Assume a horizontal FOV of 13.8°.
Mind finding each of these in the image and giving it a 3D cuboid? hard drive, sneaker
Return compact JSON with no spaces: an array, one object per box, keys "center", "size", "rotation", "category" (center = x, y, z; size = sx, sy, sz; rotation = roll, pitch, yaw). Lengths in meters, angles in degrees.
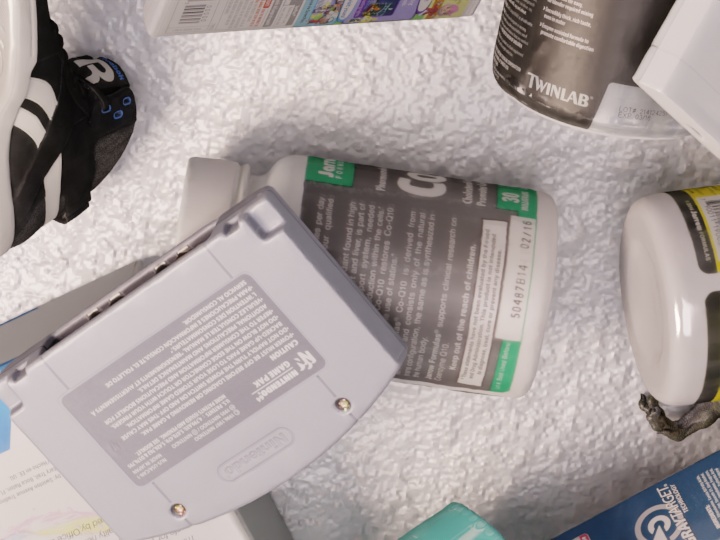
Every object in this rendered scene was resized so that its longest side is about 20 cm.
[{"center":[0.219,-0.155,1.499],"size":[0.201,0.027,0.132],"rotation":[-60,144,-2],"category":"hard drive"},{"center":[-0.167,-0.107,1.554],"size":[0.073,0.112,0.201],"rotation":[37,138,25],"category":"sneaker"}]

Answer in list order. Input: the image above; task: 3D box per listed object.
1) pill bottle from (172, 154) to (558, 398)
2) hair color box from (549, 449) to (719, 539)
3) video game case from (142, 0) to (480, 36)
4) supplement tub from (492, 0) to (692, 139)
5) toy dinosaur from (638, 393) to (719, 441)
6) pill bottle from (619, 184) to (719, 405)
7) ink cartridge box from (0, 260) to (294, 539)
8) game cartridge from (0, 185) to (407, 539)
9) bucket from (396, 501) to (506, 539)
[{"center":[0.000,0.000,1.594],"size":[0.199,0.113,0.114],"rotation":[8,111,-3],"category":"pill bottle"},{"center":[0.208,0.152,1.645],"size":[0.199,0.061,0.100],"rotation":[-28,133,3],"category":"hair color box"},{"center":[0.000,-0.178,1.467],"size":[0.181,0.022,0.200],"rotation":[-5,155,-20],"category":"video game case"},{"center":[0.143,-0.178,1.518],"size":[0.122,0.123,0.201],"rotation":[11,111,-3],"category":"supplement tub"},{"center":[0.209,0.076,1.656],"size":[0.088,0.048,0.201],"rotation":[24,113,-15],"category":"toy dinosaur"},{"center":[0.245,0.004,1.571],"size":[0.199,0.113,0.113],"rotation":[-7,111,-9],"category":"pill bottle"},{"center":[-0.143,0.120,1.659],"size":[0.144,0.085,0.201],"rotation":[-24,107,11],"category":"ink cartridge box"},{"center":[-0.079,0.057,1.552],"size":[0.200,0.041,0.134],"rotation":[-33,104,26],"category":"game cartridge"},{"center":[0.056,0.237,1.632],"size":[0.135,0.207,0.208],"rotation":[-38,107,-10],"category":"bucket"}]
